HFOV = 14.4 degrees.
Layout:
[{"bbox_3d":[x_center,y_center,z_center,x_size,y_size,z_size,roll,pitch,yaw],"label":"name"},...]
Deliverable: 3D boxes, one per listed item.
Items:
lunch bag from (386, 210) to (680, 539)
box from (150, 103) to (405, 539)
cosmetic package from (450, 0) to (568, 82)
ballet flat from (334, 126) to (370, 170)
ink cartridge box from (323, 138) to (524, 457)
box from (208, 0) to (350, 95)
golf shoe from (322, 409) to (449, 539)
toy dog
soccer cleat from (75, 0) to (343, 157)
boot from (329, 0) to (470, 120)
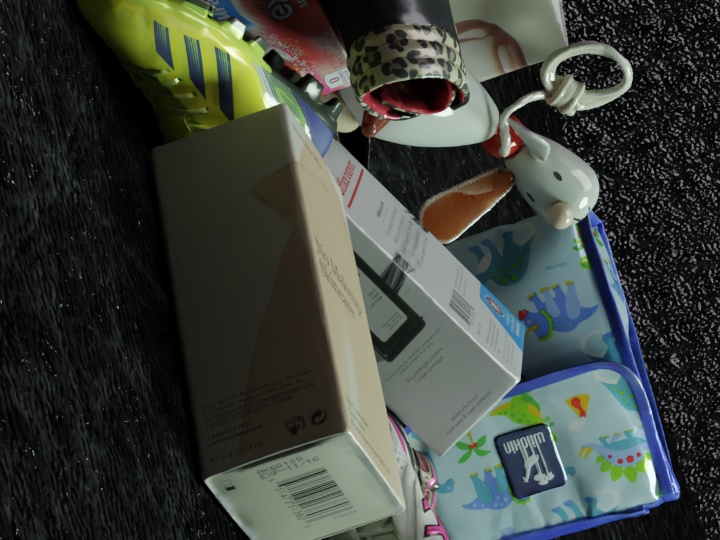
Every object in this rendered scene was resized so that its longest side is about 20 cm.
[{"bbox_3d":[0.100,0.076,1.844,0.127,0.169,0.201,23,51,-77],"label":"lunch bag"},{"bbox_3d":[-0.043,0.028,1.423,0.095,0.077,0.201,55,19,-55],"label":"box"},{"bbox_3d":[0.020,-0.155,1.741,0.104,0.199,0.088,-85,155,-65],"label":"cosmetic package"},{"bbox_3d":[-0.008,-0.061,1.797,0.067,0.046,0.201,55,25,-35],"label":"ballet flat"},{"bbox_3d":[0.000,0.000,1.620,0.200,0.068,0.116,45,13,-7],"label":"ink cartridge box"},{"bbox_3d":[-0.082,-0.177,1.518,0.200,0.099,0.096,61,14,-48],"label":"box"},{"bbox_3d":[0.006,0.139,1.530,0.092,0.072,0.200,55,8,-33],"label":"golf shoe"},{"bbox_3d":[0.058,-0.078,1.664,0.097,0.199,0.132,-85,-165,-48],"label":"toy dog"},{"bbox_3d":[-0.083,-0.091,1.464,0.065,0.084,0.200,35,1,40],"label":"soccer cleat"},{"bbox_3d":[0.022,-0.152,1.556,0.203,0.073,0.155,25,49,-71],"label":"boot"}]
